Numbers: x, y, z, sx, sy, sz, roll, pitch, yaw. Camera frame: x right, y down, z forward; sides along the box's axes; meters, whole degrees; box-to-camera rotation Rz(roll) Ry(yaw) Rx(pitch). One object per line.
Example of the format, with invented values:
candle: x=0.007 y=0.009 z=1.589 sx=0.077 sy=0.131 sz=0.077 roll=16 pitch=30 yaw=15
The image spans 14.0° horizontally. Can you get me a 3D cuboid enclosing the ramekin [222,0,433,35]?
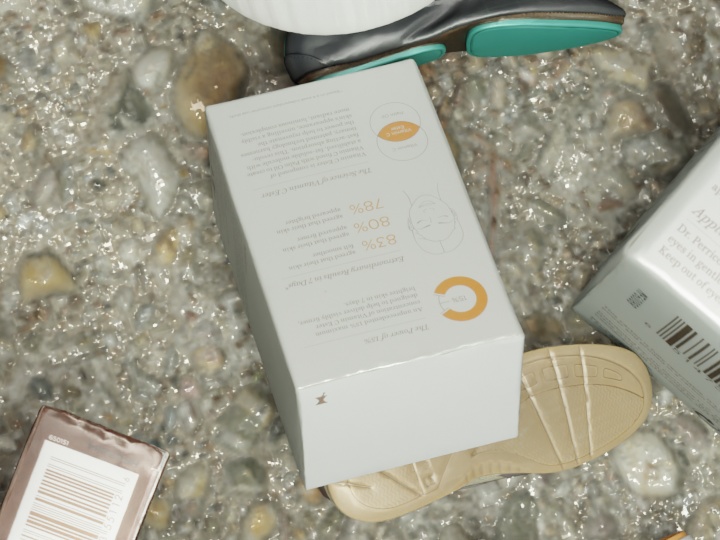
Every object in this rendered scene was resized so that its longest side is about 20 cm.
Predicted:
ramekin: x=-0.017 y=-0.227 z=1.634 sx=0.200 sy=0.098 sz=0.201 roll=-4 pitch=56 yaw=5

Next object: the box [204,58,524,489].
box: x=0.000 y=0.000 z=1.588 sx=0.124 sy=0.098 sz=0.200 roll=-13 pitch=53 yaw=-8

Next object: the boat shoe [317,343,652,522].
boat shoe: x=0.065 y=0.087 z=1.637 sx=0.199 sy=0.065 sz=0.072 roll=-20 pitch=100 yaw=-17

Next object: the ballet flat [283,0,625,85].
ballet flat: x=0.051 y=-0.151 z=1.676 sx=0.199 sy=0.073 sz=0.073 roll=-11 pitch=82 yaw=-6

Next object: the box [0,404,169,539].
box: x=-0.154 y=0.139 z=1.536 sx=0.075 sy=0.200 sz=0.100 roll=21 pitch=79 yaw=-5

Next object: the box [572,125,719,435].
box: x=0.252 y=0.008 z=1.604 sx=0.199 sy=0.200 sz=0.171 roll=41 pitch=81 yaw=2

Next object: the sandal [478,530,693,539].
sandal: x=0.085 y=0.173 z=1.624 sx=0.206 sy=0.079 sz=0.059 roll=-23 pitch=82 yaw=-18
